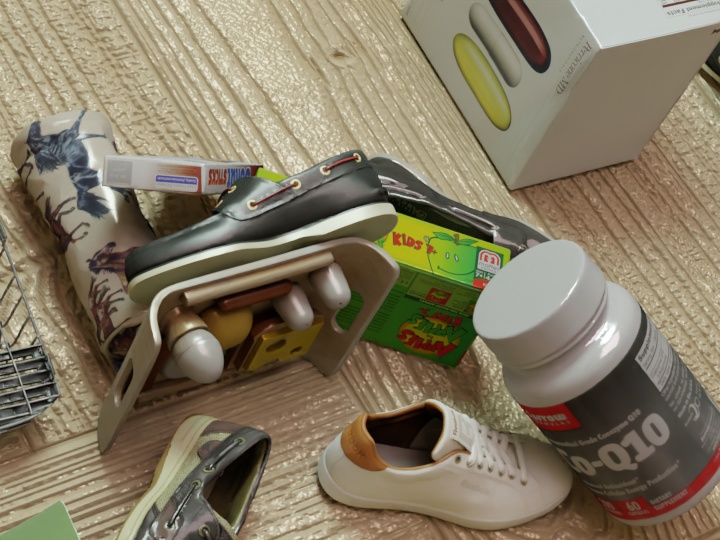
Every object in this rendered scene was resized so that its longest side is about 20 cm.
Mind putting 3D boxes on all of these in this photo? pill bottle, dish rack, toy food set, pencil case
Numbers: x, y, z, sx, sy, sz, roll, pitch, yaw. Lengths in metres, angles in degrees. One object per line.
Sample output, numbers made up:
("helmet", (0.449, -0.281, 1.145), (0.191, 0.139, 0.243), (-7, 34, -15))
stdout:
("pill bottle", (0.174, 0.081, 1.413), (0.200, 0.114, 0.114), (49, 43, -26))
("dish rack", (-0.296, 0.034, 1.335), (0.153, 0.055, 0.200), (-12, 63, -29))
("toy food set", (-0.079, 0.057, 1.353), (0.199, 0.144, 0.061), (-15, 63, -32))
("pencil case", (-0.185, -0.027, 1.413), (0.078, 0.090, 0.200), (-26, 66, -5))

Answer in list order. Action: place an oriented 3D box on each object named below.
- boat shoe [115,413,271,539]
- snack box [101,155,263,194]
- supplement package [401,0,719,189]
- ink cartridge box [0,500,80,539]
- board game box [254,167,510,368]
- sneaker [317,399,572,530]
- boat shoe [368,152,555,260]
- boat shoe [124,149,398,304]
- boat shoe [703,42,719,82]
("boat shoe", (-0.112, 0.174, 1.288), (0.065, 0.073, 0.200), (-3, 46, 23))
("snack box", (-0.124, -0.069, 1.405), (0.072, 0.200, 0.024), (4, 93, 8))
("supplement package", (0.166, -0.212, 1.629), (0.147, 0.191, 0.200), (-15, 62, -31))
("ink cartridge box", (-0.205, 0.253, 1.172), (0.145, 0.048, 0.200), (-30, 69, -1))
("board game box", (0.000, 0.000, 1.457), (0.199, 0.102, 0.048), (18, 51, -11))
("sneaker", (0.075, 0.136, 1.402), (0.199, 0.085, 0.073), (4, 53, -25))
("boat shoe", (0.075, -0.022, 1.528), (0.200, 0.067, 0.057), (29, 38, 7))
("boat shoe", (-0.074, -0.029, 1.348), (0.201, 0.074, 0.063), (-20, 73, -21))
("boat shoe", (0.356, -0.186, 1.771), (0.073, 0.063, 0.202), (-6, 57, -25))
